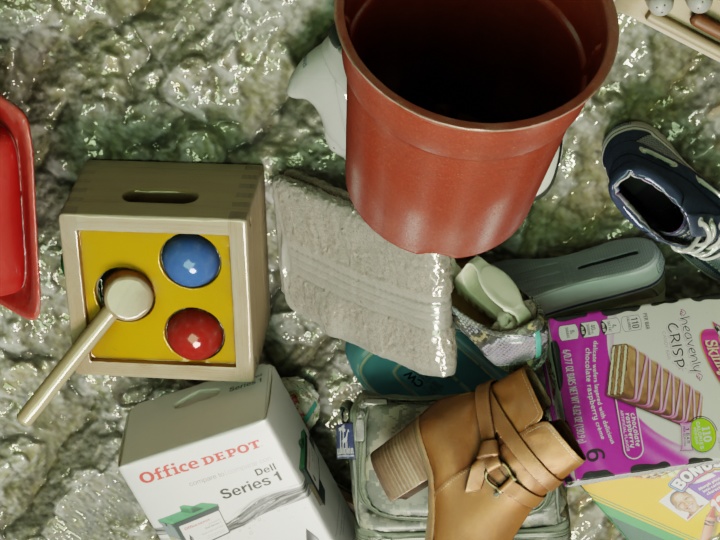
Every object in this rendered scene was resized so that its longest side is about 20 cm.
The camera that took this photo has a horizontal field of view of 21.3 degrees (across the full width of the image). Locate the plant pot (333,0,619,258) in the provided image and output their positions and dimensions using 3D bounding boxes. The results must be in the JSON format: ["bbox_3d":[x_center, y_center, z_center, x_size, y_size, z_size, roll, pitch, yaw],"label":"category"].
[{"bbox_3d":[0.070,-0.123,1.399,0.200,0.201,0.196,11,146,0],"label":"plant pot"}]

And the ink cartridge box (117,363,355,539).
[{"bbox_3d":[-0.104,0.198,1.667,0.145,0.084,0.201,-19,120,14],"label":"ink cartridge box"}]

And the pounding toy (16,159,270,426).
[{"bbox_3d":[-0.185,0.021,1.614,0.199,0.142,0.185,2,120,5],"label":"pounding toy"}]

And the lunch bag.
[{"bbox_3d":[0.083,0.185,1.644,0.199,0.139,0.169,-1,102,5],"label":"lunch bag"}]

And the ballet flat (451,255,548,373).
[{"bbox_3d":[0.081,0.002,1.568,0.200,0.072,0.072,41,124,27],"label":"ballet flat"}]

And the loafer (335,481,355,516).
[{"bbox_3d":[-0.044,0.227,1.763,0.199,0.063,0.072,18,121,-4],"label":"loafer"}]

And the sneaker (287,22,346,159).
[{"bbox_3d":[0.024,-0.112,1.565,0.087,0.075,0.200,-32,106,35],"label":"sneaker"}]

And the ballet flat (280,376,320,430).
[{"bbox_3d":[-0.128,0.150,1.728,0.199,0.064,0.076,-25,115,20],"label":"ballet flat"}]

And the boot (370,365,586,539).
[{"bbox_3d":[0.118,0.188,1.533,0.155,0.077,0.201,-31,79,16],"label":"boot"}]

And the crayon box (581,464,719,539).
[{"bbox_3d":[0.305,0.164,1.688,0.200,0.058,0.119,-33,111,23],"label":"crayon box"}]

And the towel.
[{"bbox_3d":[0.000,0.000,1.580,0.200,0.034,0.133,22,128,41],"label":"towel"}]

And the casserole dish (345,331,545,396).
[{"bbox_3d":[0.075,0.099,1.690,0.200,0.039,0.121,42,116,-16],"label":"casserole dish"}]

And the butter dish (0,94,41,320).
[{"bbox_3d":[-0.363,-0.056,1.550,0.200,0.148,0.200,29,130,37],"label":"butter dish"}]

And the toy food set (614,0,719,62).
[{"bbox_3d":[0.304,-0.212,1.467,0.199,0.061,0.144,25,120,-11],"label":"toy food set"}]

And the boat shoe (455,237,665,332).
[{"bbox_3d":[0.162,0.027,1.620,0.199,0.072,0.062,-11,124,12],"label":"boat shoe"}]

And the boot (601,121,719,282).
[{"bbox_3d":[0.272,-0.032,1.559,0.200,0.090,0.073,37,117,-14],"label":"boot"}]

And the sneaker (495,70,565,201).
[{"bbox_3d":[0.126,-0.138,1.523,0.073,0.080,0.201,-2,121,6],"label":"sneaker"}]

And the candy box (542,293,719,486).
[{"bbox_3d":[0.256,0.095,1.570,0.199,0.061,0.137,-9,81,-6],"label":"candy box"}]
